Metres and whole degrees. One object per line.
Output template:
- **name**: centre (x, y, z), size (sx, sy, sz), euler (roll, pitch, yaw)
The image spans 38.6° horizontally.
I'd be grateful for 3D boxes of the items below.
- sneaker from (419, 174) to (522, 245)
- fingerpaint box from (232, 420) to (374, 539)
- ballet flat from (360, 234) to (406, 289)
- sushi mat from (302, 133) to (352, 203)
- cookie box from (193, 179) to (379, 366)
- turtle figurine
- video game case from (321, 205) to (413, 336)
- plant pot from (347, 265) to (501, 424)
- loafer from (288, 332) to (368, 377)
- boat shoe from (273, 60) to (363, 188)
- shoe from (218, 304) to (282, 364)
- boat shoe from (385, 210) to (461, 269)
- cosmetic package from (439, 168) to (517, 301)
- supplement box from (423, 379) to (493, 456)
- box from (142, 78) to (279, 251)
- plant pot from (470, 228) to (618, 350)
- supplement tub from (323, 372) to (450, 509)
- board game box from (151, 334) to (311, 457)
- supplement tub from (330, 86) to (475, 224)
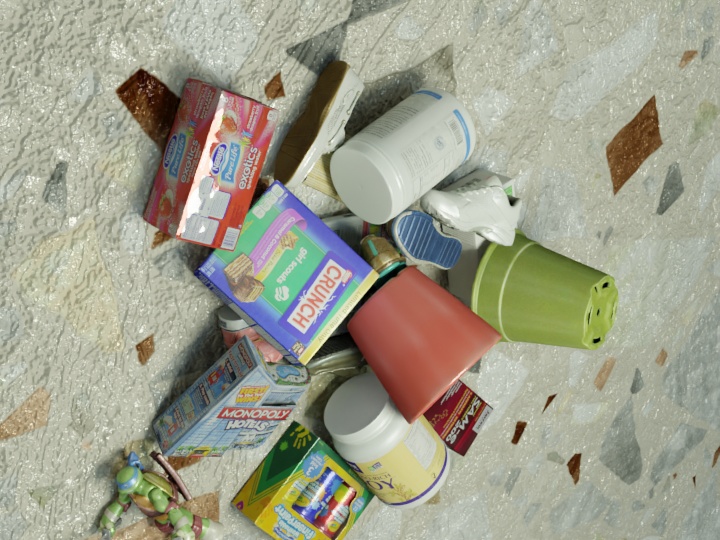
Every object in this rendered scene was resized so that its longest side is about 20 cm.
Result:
- **sneaker**: centre (0.174, -0.108, 1.600), size (0.199, 0.078, 0.100), euler (14, 100, -41)
- **fingerpaint box**: centre (-0.086, 0.372, 1.683), size (0.167, 0.073, 0.200), euler (-51, 132, -12)
- **ballet flat**: centre (0.028, -0.019, 1.556), size (0.067, 0.073, 0.200), euler (-33, 172, 3)
- **sushi mat**: centre (-0.001, -0.144, 1.576), size (0.199, 0.012, 0.096), euler (23, 92, -44)
- **cookie box**: centre (-0.103, 0.006, 1.444), size (0.200, 0.075, 0.172), euler (42, 78, -8)
- **turtle figurine**: centre (-0.295, 0.376, 1.463), size (0.143, 0.201, 0.194), euler (-29, 139, 15)
- **video game case**: centre (0.000, 0.000, 1.624), size (0.181, 0.023, 0.202), euler (-14, 120, -36)
- **plant pot**: centre (0.087, 0.103, 1.567), size (0.200, 0.178, 0.201), euler (-42, 172, -7)
- **loafer**: centre (-0.026, 0.142, 1.635), size (0.199, 0.075, 0.070), euler (-13, 112, -37)
- **boat shoe**: centre (-0.052, -0.197, 1.468), size (0.069, 0.071, 0.201), euler (33, 84, -42)
- **shoe**: centre (-0.112, 0.073, 1.529), size (0.198, 0.071, 0.092), euler (-20, 124, -20)
- **boat shoe**: centre (0.083, -0.049, 1.596), size (0.200, 0.072, 0.073), euler (30, 84, -57)
- **cosmetic package**: centre (0.204, -0.056, 1.741), size (0.107, 0.084, 0.202), euler (-31, 125, -31)
- **supplement box**: centre (0.146, 0.242, 1.837), size (0.109, 0.061, 0.200), euler (-56, 134, -7)
- **box**: centre (-0.197, -0.138, 1.352), size (0.099, 0.095, 0.202), euler (12, 100, -43)
- **plant pot**: centre (0.311, 0.046, 1.677), size (0.199, 0.189, 0.202), euler (-22, 118, -48)
- **supplement tub**: centre (0.043, 0.276, 1.666), size (0.146, 0.145, 0.200), euler (-47, 124, -15)
- **board game box**: centre (-0.166, 0.186, 1.488), size (0.199, 0.062, 0.200), euler (10, 129, -42)
- **supplement tub**: centre (0.065, -0.173, 1.524), size (0.200, 0.131, 0.133), euler (-38, 129, -31)
